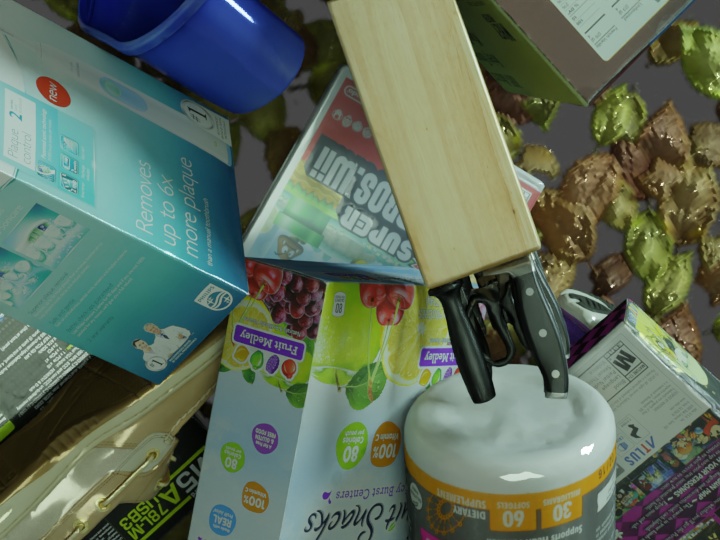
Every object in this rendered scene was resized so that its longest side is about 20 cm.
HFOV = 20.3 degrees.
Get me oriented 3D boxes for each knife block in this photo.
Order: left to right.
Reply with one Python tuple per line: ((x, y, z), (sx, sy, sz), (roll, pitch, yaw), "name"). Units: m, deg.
((0.053, -0.031, 1.026), (0.064, 0.176, 0.200), (-20, 139, 4), "knife block")

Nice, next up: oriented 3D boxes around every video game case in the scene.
((0.000, 0.000, 1.190), (0.142, 0.017, 0.201), (30, 92, -11), "video game case")
((0.150, 0.139, 1.171), (0.181, 0.036, 0.200), (41, 119, -8), "video game case")

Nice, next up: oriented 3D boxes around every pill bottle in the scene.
((0.084, 0.163, 1.113), (0.115, 0.117, 0.201), (-7, 117, -7), "pill bottle")

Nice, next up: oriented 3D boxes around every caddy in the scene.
((-0.084, -0.170, 1.075), (0.105, 0.200, 0.142), (34, 88, -27), "caddy")

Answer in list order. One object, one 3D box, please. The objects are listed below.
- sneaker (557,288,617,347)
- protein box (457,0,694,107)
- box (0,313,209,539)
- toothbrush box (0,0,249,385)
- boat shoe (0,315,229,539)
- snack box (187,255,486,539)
((0.166, 0.103, 1.199), (0.083, 0.081, 0.201), (-32, 96, 10), "sneaker")
((0.082, -0.210, 1.086), (0.135, 0.199, 0.200), (-44, 100, -1), "protein box")
((-0.204, 0.105, 1.148), (0.200, 0.048, 0.193), (-42, 106, 2), "box")
((-0.164, -0.051, 1.041), (0.199, 0.147, 0.085), (27, 124, -29), "toothbrush box")
((-0.138, 0.099, 1.103), (0.200, 0.074, 0.069), (-38, 119, -3), "boat shoe")
((-0.012, 0.099, 1.109), (0.067, 0.168, 0.202), (16, 98, 34), "snack box")
